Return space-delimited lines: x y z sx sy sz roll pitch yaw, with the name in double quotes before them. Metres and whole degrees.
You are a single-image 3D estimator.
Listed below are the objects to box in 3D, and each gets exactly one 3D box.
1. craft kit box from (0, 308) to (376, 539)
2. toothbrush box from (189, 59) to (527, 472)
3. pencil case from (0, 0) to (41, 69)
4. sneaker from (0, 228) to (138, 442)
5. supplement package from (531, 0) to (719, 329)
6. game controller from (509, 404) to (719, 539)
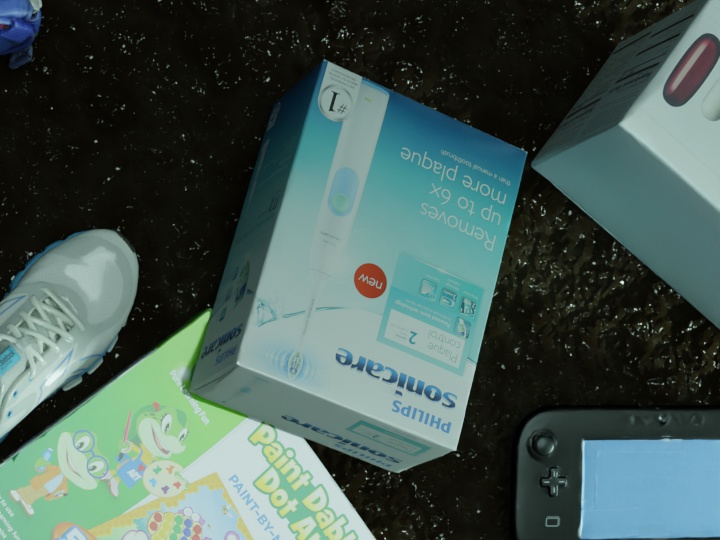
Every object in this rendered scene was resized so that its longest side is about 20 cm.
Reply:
"craft kit box" -0.112 0.161 1.220 0.197 0.048 0.201 -37 94 -19
"toothbrush box" 0.000 0.000 1.225 0.146 0.085 0.201 23 68 -17
"pencil case" -0.230 -0.224 1.215 0.086 0.078 0.202 -4 84 14
"sneaker" -0.198 0.052 1.188 0.075 0.087 0.200 43 73 -5
"supplement package" 0.234 -0.054 1.281 0.200 0.156 0.111 40 76 -8
"game controller" 0.189 0.138 1.304 0.198 0.042 0.105 1 83 -14
